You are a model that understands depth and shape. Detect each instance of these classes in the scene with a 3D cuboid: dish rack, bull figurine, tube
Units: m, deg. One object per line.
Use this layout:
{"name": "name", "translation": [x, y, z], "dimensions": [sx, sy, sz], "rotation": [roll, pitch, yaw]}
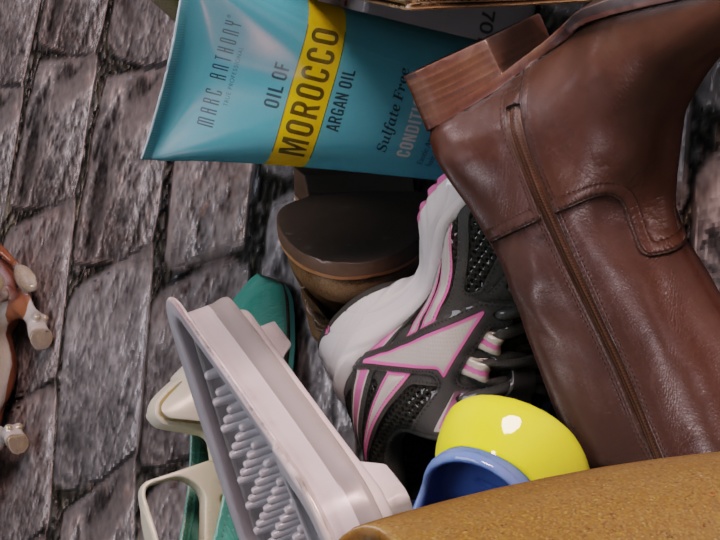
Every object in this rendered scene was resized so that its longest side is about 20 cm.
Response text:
{"name": "dish rack", "translation": [-0.015, 0.107, 1.159], "dimensions": [0.200, 0.043, 0.172], "rotation": [49, 159, 54]}
{"name": "bull figurine", "translation": [-0.247, 0.079, 1.772], "dimensions": [0.121, 0.065, 0.201], "rotation": [2, 86, 61]}
{"name": "tube", "translation": [0.016, -0.066, 1.091], "dimensions": [0.050, 0.199, 0.078], "rotation": [-139, 60, -62]}

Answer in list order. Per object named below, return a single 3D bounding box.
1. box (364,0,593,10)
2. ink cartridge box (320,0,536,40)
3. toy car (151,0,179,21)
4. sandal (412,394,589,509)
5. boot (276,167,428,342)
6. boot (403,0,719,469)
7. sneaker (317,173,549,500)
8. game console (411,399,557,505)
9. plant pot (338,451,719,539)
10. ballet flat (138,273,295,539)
{"name": "box", "translation": [0.050, -0.122, 1.083], "dimensions": [0.200, 0.162, 0.021], "rotation": [-157, 64, -65]}
{"name": "ink cartridge box", "translation": [0.005, -0.168, 1.288], "dimensions": [0.200, 0.085, 0.147], "rotation": [-174, 93, -66]}
{"name": "toy car", "translation": [-0.049, -0.211, 1.211], "dimensions": [0.200, 0.158, 0.164], "rotation": [-47, 39, 4]}
{"name": "sandal", "translation": [0.039, 0.145, 1.034], "dimensions": [0.079, 0.087, 0.201], "rotation": [14, 129, 32]}
{"name": "boot", "translation": [0.000, 0.000, 1.233], "dimensions": [0.200, 0.073, 0.076], "rotation": [-93, 4, -81]}
{"name": "boot", "translation": [0.118, -0.002, 0.956], "dimensions": [0.186, 0.064, 0.201], "rotation": [-18, 98, 50]}
{"name": "sneaker", "translation": [0.055, 0.025, 1.094], "dimensions": [0.200, 0.080, 0.087], "rotation": [125, 137, -51]}
{"name": "game console", "translation": [0.060, 0.061, 1.155], "dimensions": [0.200, 0.031, 0.178], "rotation": [28, 107, 64]}
{"name": "plant pot", "translation": [0.085, 0.134, 0.876], "dimensions": [0.186, 0.199, 0.188], "rotation": [-37, 48, 57]}
{"name": "ballet flat", "translation": [-0.072, 0.094, 1.381], "dimensions": [0.067, 0.070, 0.201], "rotation": [153, 123, -62]}
